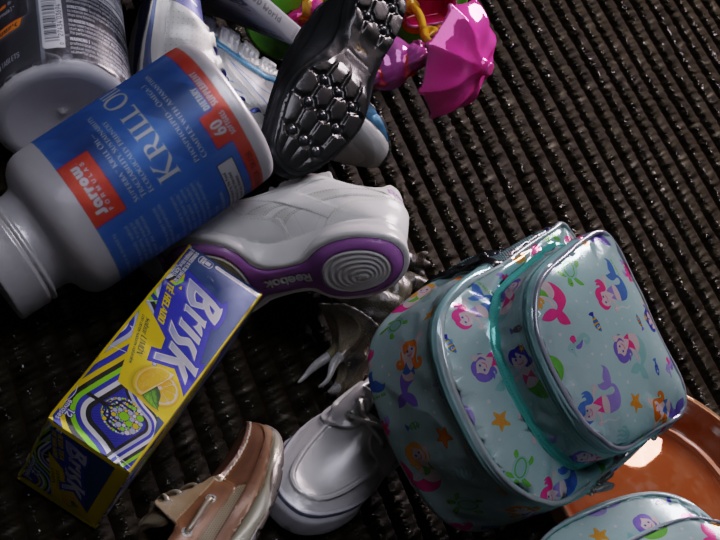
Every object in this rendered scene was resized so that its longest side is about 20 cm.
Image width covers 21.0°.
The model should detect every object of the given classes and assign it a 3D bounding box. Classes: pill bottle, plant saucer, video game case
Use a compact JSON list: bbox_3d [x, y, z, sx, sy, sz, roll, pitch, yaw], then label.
[{"bbox_3d":[-0.168,-0.056,1.310,0.200,0.112,0.112,-36,69,-12],"label":"pill bottle"},{"bbox_3d":[0.218,0.166,1.426,0.200,0.032,0.201,15,44,-15],"label":"plant saucer"},{"bbox_3d":[-0.229,-0.183,1.449,0.106,0.106,0.200,8,45,-23],"label":"pill bottle"},{"bbox_3d":[-0.148,-0.244,1.494,0.143,0.018,0.200,26,-7,40],"label":"video game case"}]

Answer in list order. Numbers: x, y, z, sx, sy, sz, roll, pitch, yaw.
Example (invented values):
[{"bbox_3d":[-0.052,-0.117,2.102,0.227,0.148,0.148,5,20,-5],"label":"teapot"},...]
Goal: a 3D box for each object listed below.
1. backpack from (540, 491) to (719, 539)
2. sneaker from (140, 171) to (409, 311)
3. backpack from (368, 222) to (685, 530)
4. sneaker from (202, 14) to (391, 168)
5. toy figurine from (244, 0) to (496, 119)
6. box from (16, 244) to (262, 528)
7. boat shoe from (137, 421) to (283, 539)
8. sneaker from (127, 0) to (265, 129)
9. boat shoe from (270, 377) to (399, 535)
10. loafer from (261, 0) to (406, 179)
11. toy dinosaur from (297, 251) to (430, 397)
[{"bbox_3d":[0.193,0.242,1.252,0.177,0.151,0.200,-19,55,-23],"label":"backpack"},{"bbox_3d":[-0.060,-0.022,1.383,0.199,0.075,0.100,-2,41,9],"label":"sneaker"},{"bbox_3d":[0.108,0.073,1.293,0.200,0.150,0.178,-26,91,-43],"label":"backpack"},{"bbox_3d":[-0.074,-0.117,1.515,0.200,0.075,0.087,25,56,-4],"label":"sneaker"},{"bbox_3d":[0.024,-0.188,1.538,0.200,0.150,0.184,-13,31,-13],"label":"toy figurine"},{"bbox_3d":[-0.142,0.073,1.279,0.064,0.070,0.200,34,42,0],"label":"box"},{"bbox_3d":[-0.102,0.164,1.214,0.072,0.076,0.200,25,40,-3],"label":"boat shoe"},{"bbox_3d":[-0.114,-0.119,1.442,0.115,0.081,0.200,6,71,-18],"label":"sneaker"},{"bbox_3d":[0.005,0.106,1.334,0.074,0.065,0.200,39,43,8],"label":"boat shoe"},{"bbox_3d":[-0.027,-0.140,1.427,0.068,0.070,0.201,42,51,-22],"label":"loafer"},{"bbox_3d":[0.000,0.000,1.428,0.102,0.077,0.200,14,47,-36],"label":"toy dinosaur"}]
